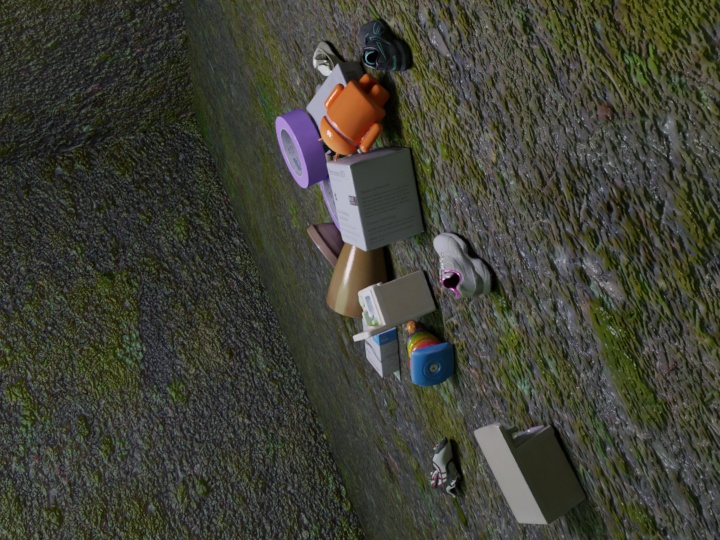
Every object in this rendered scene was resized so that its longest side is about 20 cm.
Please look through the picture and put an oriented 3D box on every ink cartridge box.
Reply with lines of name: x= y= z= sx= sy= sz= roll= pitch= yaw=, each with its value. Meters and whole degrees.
ink cartridge box: x=0.065 y=0.242 z=2.022 sx=0.116 sy=0.065 sz=0.205 roll=44 pitch=147 yaw=53

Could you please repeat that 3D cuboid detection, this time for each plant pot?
plant pot: x=-0.069 y=-0.080 z=2.018 sx=0.202 sy=0.092 sz=0.201 roll=50 pitch=-175 yaw=-6
plant pot: x=0.000 y=0.000 z=1.856 sx=0.186 sy=0.181 sz=0.206 roll=44 pitch=134 yaw=53

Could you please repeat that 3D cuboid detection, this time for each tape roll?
tape roll: x=-0.162 y=-0.333 z=1.796 sx=0.202 sy=0.064 sz=0.203 roll=55 pitch=160 yaw=30
tape roll: x=-0.054 y=-0.212 z=1.894 sx=0.202 sy=0.064 sz=0.203 roll=91 pitch=154 yaw=-62

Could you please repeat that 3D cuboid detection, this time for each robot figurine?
robot figurine: x=-0.019 y=-0.358 z=1.533 sx=0.143 sy=0.201 sz=0.117 roll=37 pitch=-162 yaw=-16

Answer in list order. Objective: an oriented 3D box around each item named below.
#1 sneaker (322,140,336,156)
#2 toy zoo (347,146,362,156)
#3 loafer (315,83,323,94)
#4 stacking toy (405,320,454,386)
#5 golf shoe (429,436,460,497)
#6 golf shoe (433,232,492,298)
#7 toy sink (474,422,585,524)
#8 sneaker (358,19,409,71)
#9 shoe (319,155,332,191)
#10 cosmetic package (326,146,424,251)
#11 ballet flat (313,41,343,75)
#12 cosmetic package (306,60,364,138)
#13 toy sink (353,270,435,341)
sneaker: x=-0.097 y=-0.374 z=1.835 sx=0.200 sy=0.108 sz=0.076 roll=129 pitch=138 yaw=-69
toy zoo: x=0.007 y=-0.268 z=1.795 sx=0.133 sy=0.020 sz=0.203 roll=99 pitch=149 yaw=-53
loafer: x=-0.115 y=-0.441 z=1.911 sx=0.070 sy=0.068 sz=0.205 roll=50 pitch=152 yaw=46
stacking toy: x=0.157 y=0.192 z=1.688 sx=0.201 sy=0.112 sz=0.113 roll=-117 pitch=20 yaw=-58
golf shoe: x=0.242 y=0.541 z=1.811 sx=0.087 sy=0.077 sz=0.204 roll=29 pitch=140 yaw=35
golf shoe: x=0.195 y=-0.013 z=1.381 sx=0.201 sy=0.089 sz=0.077 roll=-128 pitch=25 yaw=-49
toy sink: x=0.335 y=0.381 z=1.307 sx=0.204 sy=0.110 sz=0.131 roll=63 pitch=160 yaw=12
sneaker: x=0.033 y=-0.490 z=1.431 sx=0.201 sy=0.077 sz=0.077 roll=-127 pitch=25 yaw=-47
shoe: x=-0.121 y=-0.345 z=2.041 sx=0.070 sy=0.052 sz=0.206 roll=-178 pitch=71 yaw=-70
cosmetic package: x=0.034 y=-0.178 z=1.574 sx=0.164 sy=0.161 sz=0.206 roll=24 pitch=130 yaw=65
ballet flat: x=-0.091 y=-0.554 z=1.748 sx=0.201 sy=0.068 sz=0.071 roll=-127 pitch=26 yaw=-45
cosmetic package: x=-0.057 y=-0.430 z=1.676 sx=0.199 sy=0.072 sz=0.104 roll=-35 pitch=74 yaw=56
toy sink: x=0.066 y=0.086 z=1.649 sx=0.115 sy=0.195 sz=0.130 roll=69 pitch=162 yaw=4
